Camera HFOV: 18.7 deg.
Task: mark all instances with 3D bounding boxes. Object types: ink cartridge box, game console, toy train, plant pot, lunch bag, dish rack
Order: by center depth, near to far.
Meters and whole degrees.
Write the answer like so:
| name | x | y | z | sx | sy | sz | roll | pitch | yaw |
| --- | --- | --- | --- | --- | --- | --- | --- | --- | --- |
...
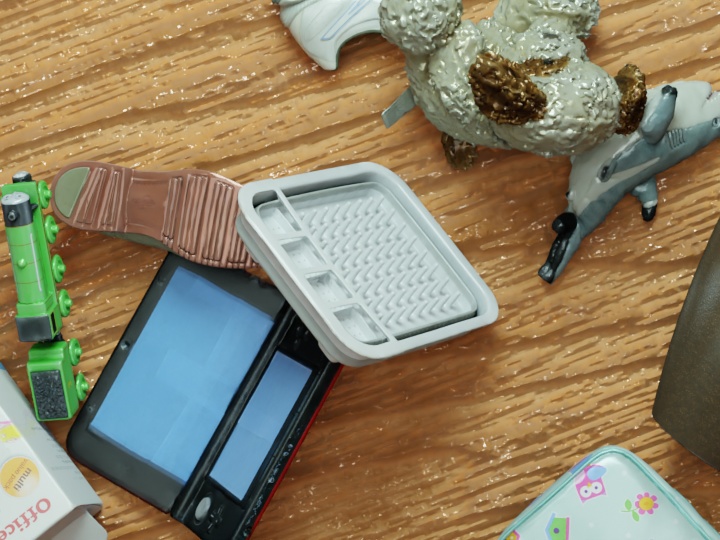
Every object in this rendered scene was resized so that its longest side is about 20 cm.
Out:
| name | x | y | z | sx | sy | sz | roll | pitch | yaw |
| --- | --- | --- | --- | --- | --- | --- | --- | --- | --- |
| plant pot | 0.314 | 0.054 | 1.660 | 0.186 | 0.187 | 0.201 | 34 | 100 | 6 |
| dish rack | 0.000 | 0.000 | 1.671 | 0.172 | 0.199 | 0.044 | 51 | 125 | 18 |
| lunch bag | 0.212 | 0.242 | 1.685 | 0.160 | 0.077 | 0.200 | -42 | 84 | -3 |
| ink cartridge box | -0.300 | 0.162 | 1.696 | 0.128 | 0.125 | 0.200 | -38 | 83 | -1 |
| game console | -0.119 | 0.096 | 1.700 | 0.118 | 0.172 | 0.201 | 30 | 87 | -22 |
| toy train | -0.251 | 0.023 | 1.709 | 0.041 | 0.056 | 0.201 | -5 | 108 | 11 |

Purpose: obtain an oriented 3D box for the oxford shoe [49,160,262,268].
| name | x | y | z | sx | sy | sz | roll | pitch | yaw |
| --- | --- | --- | --- | --- | --- | --- | --- | --- | --- |
| oxford shoe | -0.142 | -0.046 | 1.731 | 0.199 | 0.074 | 0.071 | 16 | 88 | 9 |

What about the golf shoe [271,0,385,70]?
| name | x | y | z | sx | sy | sz | roll | pitch | yaw |
| --- | --- | --- | --- | --- | --- | --- | --- | --- | --- |
| golf shoe | 0.031 | -0.235 | 1.755 | 0.199 | 0.078 | 0.098 | -28 | 101 | 6 |

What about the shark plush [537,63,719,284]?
| name | x | y | z | sx | sy | sz | roll | pitch | yaw |
| --- | --- | --- | --- | --- | --- | --- | --- | --- | --- |
| shark plush | 0.213 | -0.070 | 1.724 | 0.083 | 0.091 | 0.201 | 37 | 81 | -25 |

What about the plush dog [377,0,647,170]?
| name | x | y | z | sx | sy | sz | roll | pitch | yaw |
| --- | --- | --- | --- | --- | --- | --- | --- | --- | --- |
| plush dog | 0.122 | -0.137 | 1.674 | 0.199 | 0.171 | 0.162 | -4 | 109 | -34 |
